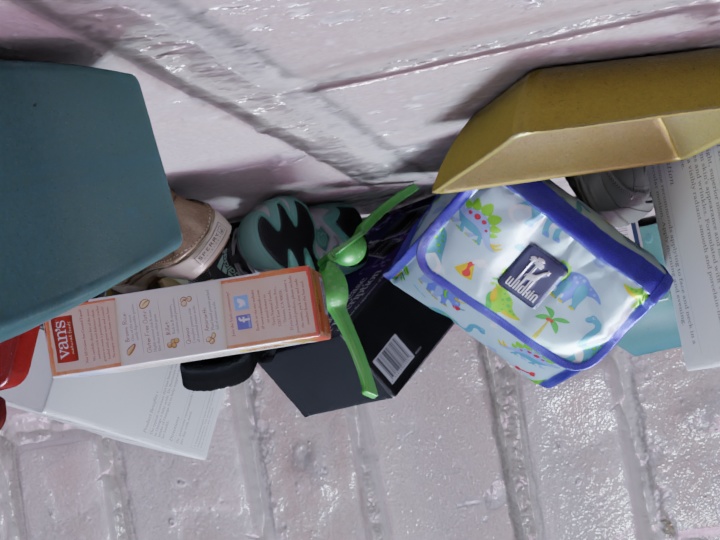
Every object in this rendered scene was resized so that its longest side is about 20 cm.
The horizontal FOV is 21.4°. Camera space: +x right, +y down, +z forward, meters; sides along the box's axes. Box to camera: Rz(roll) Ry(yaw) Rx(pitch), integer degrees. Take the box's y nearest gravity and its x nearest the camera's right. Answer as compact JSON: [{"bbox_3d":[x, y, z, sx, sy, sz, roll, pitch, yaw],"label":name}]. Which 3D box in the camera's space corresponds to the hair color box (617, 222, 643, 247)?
[{"bbox_3d":[0.210,-0.012,1.950,0.060,0.100,0.200,-8,174,-27],"label":"hair color box"}]

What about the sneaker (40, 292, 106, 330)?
[{"bbox_3d":[-0.285,0.022,1.522,0.200,0.084,0.121,-15,-177,-35],"label":"sneaker"}]

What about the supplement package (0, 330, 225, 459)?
[{"bbox_3d":[-0.233,0.090,1.737,0.117,0.117,0.200,8,168,44],"label":"supplement package"}]

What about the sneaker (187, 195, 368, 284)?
[{"bbox_3d":[-0.091,-0.010,1.586,0.140,0.078,0.200,-13,173,23],"label":"sneaker"}]

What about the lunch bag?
[{"bbox_3d":[0.131,-0.008,1.460,0.170,0.127,0.200,35,157,-5],"label":"lunch bag"}]

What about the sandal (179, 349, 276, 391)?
[{"bbox_3d":[-0.104,0.064,1.577,0.075,0.048,0.200,-5,-160,14],"label":"sandal"}]

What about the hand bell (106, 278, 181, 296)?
[{"bbox_3d":[-0.149,0.037,1.685,0.104,0.104,0.200,-14,170,33],"label":"hand bell"}]

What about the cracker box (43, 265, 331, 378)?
[{"bbox_3d":[-0.127,0.040,1.433,0.200,0.058,0.134,-10,177,2],"label":"cracker box"}]

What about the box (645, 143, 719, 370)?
[{"bbox_3d":[0.338,-0.040,1.423,0.200,0.199,0.131,-7,173,-28],"label":"box"}]

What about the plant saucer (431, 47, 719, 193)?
[{"bbox_3d":[0.162,-0.103,1.274,0.200,0.048,0.200,-9,174,-15],"label":"plant saucer"}]

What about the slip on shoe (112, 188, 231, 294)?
[{"bbox_3d":[-0.163,-0.026,1.439,0.061,0.076,0.200,37,166,-19],"label":"slip on shoe"}]

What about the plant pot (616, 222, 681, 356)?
[{"bbox_3d":[0.348,0.010,2.258,0.141,0.141,0.200,-13,166,24],"label":"plant pot"}]

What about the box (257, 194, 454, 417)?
[{"bbox_3d":[0.022,0.027,1.651,0.200,0.079,0.141,-50,-165,-32],"label":"box"}]

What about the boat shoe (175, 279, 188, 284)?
[{"bbox_3d":[-0.171,0.021,1.808,0.063,0.071,0.200,-8,178,10],"label":"boat shoe"}]

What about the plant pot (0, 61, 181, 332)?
[{"bbox_3d":[-0.202,-0.027,0.937,0.200,0.141,0.141,-15,177,-24],"label":"plant pot"}]

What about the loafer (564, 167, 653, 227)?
[{"bbox_3d":[0.202,-0.081,1.502,0.070,0.070,0.200,-32,166,13],"label":"loafer"}]

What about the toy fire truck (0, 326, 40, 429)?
[{"bbox_3d":[-0.284,0.032,1.230,0.200,0.168,0.112,-13,174,25],"label":"toy fire truck"}]

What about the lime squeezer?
[{"bbox_3d":[0.000,0.000,1.527,0.071,0.200,0.038,15,149,-4],"label":"lime squeezer"}]
